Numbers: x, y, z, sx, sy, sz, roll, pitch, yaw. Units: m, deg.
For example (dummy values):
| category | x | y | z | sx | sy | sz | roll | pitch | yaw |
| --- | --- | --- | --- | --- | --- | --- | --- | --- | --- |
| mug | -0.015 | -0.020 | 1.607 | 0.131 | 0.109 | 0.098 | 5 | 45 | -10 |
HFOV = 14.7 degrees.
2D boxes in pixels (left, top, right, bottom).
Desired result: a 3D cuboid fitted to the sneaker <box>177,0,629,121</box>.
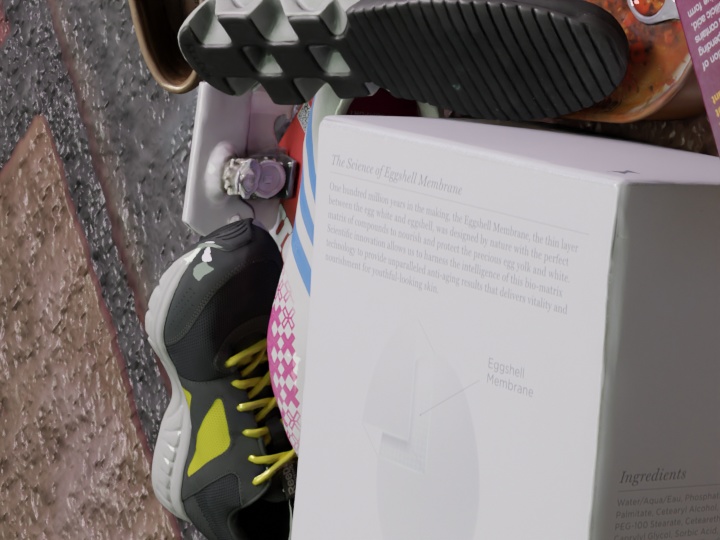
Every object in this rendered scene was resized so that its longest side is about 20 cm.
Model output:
| category | x | y | z | sx | sy | sz | roll | pitch | yaw |
| --- | --- | --- | --- | --- | --- | --- | --- | --- | --- |
| sneaker | 0.025 | -0.116 | 1.141 | 0.199 | 0.074 | 0.089 | 8 | 55 | 30 |

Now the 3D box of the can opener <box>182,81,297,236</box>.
| category | x | y | z | sx | sy | sz | roll | pitch | yaw |
| --- | --- | --- | --- | --- | --- | --- | --- | --- | --- |
| can opener | -0.055 | -0.110 | 1.324 | 0.066 | 0.052 | 0.201 | 30 | 114 | 53 |

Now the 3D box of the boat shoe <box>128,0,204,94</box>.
| category | x | y | z | sx | sy | sz | roll | pitch | yaw |
| --- | --- | --- | --- | --- | --- | --- | --- | --- | --- |
| boat shoe | -0.089 | -0.181 | 1.330 | 0.071 | 0.065 | 0.201 | 5 | 124 | 27 |

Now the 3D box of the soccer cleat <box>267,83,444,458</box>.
| category | x | y | z | sx | sy | sz | roll | pitch | yaw |
| --- | --- | --- | --- | --- | --- | --- | --- | --- | --- |
| soccer cleat | 0.000 | 0.000 | 1.213 | 0.086 | 0.069 | 0.201 | -151 | 64 | -76 |

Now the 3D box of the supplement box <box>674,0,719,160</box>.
| category | x | y | z | sx | sy | sz | roll | pitch | yaw |
| --- | --- | --- | --- | --- | --- | --- | --- | --- | --- |
| supplement box | 0.170 | -0.121 | 0.971 | 0.086 | 0.110 | 0.201 | -36 | 62 | 50 |

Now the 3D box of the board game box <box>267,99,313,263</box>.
| category | x | y | z | sx | sy | sz | roll | pitch | yaw |
| --- | --- | --- | --- | --- | --- | --- | --- | --- | --- |
| board game box | 0.004 | 0.014 | 1.302 | 0.103 | 0.019 | 0.201 | -58 | 46 | 40 |

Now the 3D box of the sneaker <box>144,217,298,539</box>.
| category | x | y | z | sx | sy | sz | roll | pitch | yaw |
| --- | --- | --- | --- | --- | --- | --- | --- | --- | --- |
| sneaker | -0.050 | 0.062 | 1.328 | 0.085 | 0.074 | 0.201 | 42 | 147 | 33 |

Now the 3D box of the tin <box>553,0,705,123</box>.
| category | x | y | z | sx | sy | sz | roll | pitch | yaw |
| --- | --- | --- | --- | --- | --- | --- | --- | --- | --- |
| tin | 0.092 | -0.119 | 1.152 | 0.200 | 0.042 | 0.113 | 11 | 104 | 56 |

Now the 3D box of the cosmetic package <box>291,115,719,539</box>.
| category | x | y | z | sx | sy | sz | roll | pitch | yaw |
| --- | --- | --- | --- | --- | --- | --- | --- | --- | --- |
| cosmetic package | 0.077 | 0.048 | 1.101 | 0.199 | 0.122 | 0.201 | 17 | 106 | 55 |
